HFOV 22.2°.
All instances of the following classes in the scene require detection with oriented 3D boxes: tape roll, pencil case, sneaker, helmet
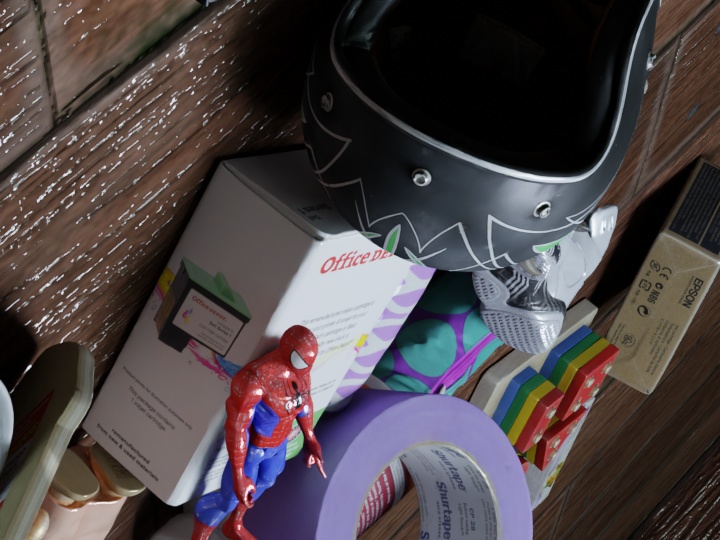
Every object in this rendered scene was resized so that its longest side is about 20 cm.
[{"bbox_3d":[0.020,0.182,1.268,0.200,0.085,0.200,-1,92,-40],"label":"tape roll"},{"bbox_3d":[0.000,0.000,1.212,0.200,0.084,0.086,-57,-164,22],"label":"pencil case"},{"bbox_3d":[0.133,-0.033,1.365,0.115,0.075,0.200,-56,155,-27],"label":"sneaker"},{"bbox_3d":[0.069,0.055,1.451,0.200,0.092,0.085,-42,137,-32],"label":"pencil case"},{"bbox_3d":[0.060,-0.094,1.011,0.191,0.200,0.200,-63,162,-3],"label":"helmet"}]

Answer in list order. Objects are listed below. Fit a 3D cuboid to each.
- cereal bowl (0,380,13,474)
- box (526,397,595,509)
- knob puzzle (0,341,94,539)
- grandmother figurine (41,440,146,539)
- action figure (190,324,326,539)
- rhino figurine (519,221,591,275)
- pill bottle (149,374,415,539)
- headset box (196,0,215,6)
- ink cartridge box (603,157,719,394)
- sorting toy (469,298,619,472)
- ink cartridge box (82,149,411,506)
[{"bbox_3d":[-0.250,0.096,0.795,0.200,0.083,0.200,-45,160,-21],"label":"cereal bowl"},{"bbox_3d":[0.224,0.209,2.173,0.039,0.041,0.200,-38,156,-38],"label":"box"},{"bbox_3d":[-0.181,0.117,0.930,0.220,0.030,0.220,-49,-163,21],"label":"knob puzzle"},{"bbox_3d":[-0.197,0.191,1.143,0.121,0.061,0.200,8,126,-37],"label":"grandmother figurine"},{"bbox_3d":[-0.057,0.105,1.065,0.065,0.052,0.200,-24,144,-39],"label":"action figure"},{"bbox_3d":[0.112,-0.087,1.216,0.087,0.060,0.200,-19,115,-26],"label":"rhino figurine"},{"bbox_3d":[-0.053,0.165,1.333,0.200,0.113,0.113,-39,157,-34],"label":"pill bottle"},{"bbox_3d":[-0.014,-0.232,0.730,0.174,0.093,0.200,-33,153,-43],"label":"headset box"},{"bbox_3d":[0.333,0.006,1.950,0.165,0.075,0.200,-52,166,-48],"label":"ink cartridge box"},{"bbox_3d":[0.174,0.155,1.913,0.200,0.070,0.199,-32,153,-46],"label":"sorting toy"},{"bbox_3d":[-0.059,0.029,1.113,0.145,0.084,0.200,-15,139,-59],"label":"ink cartridge box"}]
